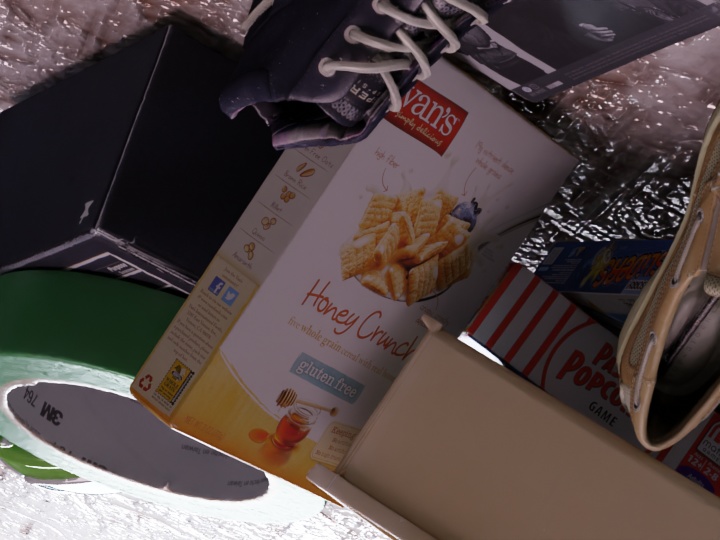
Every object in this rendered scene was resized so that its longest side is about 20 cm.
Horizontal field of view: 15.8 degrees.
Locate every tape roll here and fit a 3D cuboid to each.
[{"bbox_3d":[-0.105,0.066,1.300,0.200,0.048,0.201,16,159,6],"label":"tape roll"}]

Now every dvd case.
[{"bbox_3d":[0.038,-0.139,1.055,0.200,0.025,0.150,29,156,-24],"label":"dvd case"}]

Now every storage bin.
[{"bbox_3d":[0.106,0.130,1.202,0.200,0.094,0.199,30,173,23],"label":"storage bin"}]

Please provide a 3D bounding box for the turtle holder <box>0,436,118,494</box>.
[{"bbox_3d":[-0.174,0.080,1.559,0.185,0.141,0.132,-31,145,2],"label":"turtle holder"}]

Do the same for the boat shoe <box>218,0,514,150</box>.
[{"bbox_3d":[0.024,-0.099,1.001,0.075,0.093,0.200,30,156,-29],"label":"boat shoe"}]

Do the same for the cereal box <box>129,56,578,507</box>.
[{"bbox_3d":[0.000,0.000,1.170,0.039,0.200,0.144,36,-176,39],"label":"cereal box"}]

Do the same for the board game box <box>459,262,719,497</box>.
[{"bbox_3d":[0.105,0.063,1.342,0.151,0.046,0.200,37,171,-6],"label":"board game box"}]

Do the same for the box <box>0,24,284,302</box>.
[{"bbox_3d":[-0.080,-0.011,1.322,0.198,0.124,0.200,28,157,-26],"label":"box"}]

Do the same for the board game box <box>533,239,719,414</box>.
[{"bbox_3d":[0.166,0.039,1.253,0.135,0.034,0.200,39,171,-10],"label":"board game box"}]

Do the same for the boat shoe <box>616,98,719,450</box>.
[{"bbox_3d":[0.165,-0.007,1.079,0.071,0.076,0.200,19,121,-1],"label":"boat shoe"}]
